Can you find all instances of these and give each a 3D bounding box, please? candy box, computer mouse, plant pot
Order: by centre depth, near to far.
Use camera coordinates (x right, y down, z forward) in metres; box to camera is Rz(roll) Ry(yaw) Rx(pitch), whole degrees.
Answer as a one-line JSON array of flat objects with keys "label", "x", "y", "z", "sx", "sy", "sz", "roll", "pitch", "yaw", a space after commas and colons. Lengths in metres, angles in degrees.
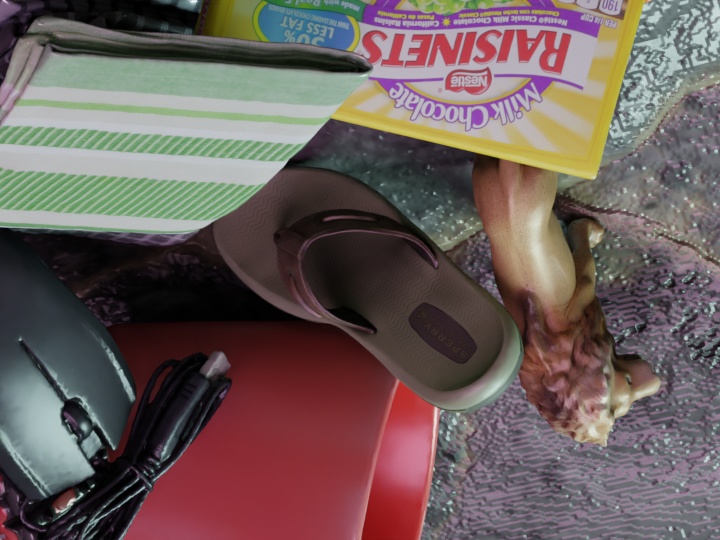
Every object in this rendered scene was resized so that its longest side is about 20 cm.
[{"label": "candy box", "x": 0.028, "y": -0.113, "z": 1.261, "sx": 0.199, "sy": 0.026, "sz": 0.103, "roll": 12, "pitch": 102, "yaw": -16}, {"label": "computer mouse", "x": -0.154, "y": 0.047, "z": 1.336, "sx": 0.200, "sy": 0.139, "sz": 0.053, "roll": 46, "pitch": 161, "yaw": -27}, {"label": "plant pot", "x": -0.064, "y": 0.114, "z": 1.486, "sx": 0.177, "sy": 0.201, "sz": 0.201, "roll": 10, "pitch": 129, "yaw": 11}]

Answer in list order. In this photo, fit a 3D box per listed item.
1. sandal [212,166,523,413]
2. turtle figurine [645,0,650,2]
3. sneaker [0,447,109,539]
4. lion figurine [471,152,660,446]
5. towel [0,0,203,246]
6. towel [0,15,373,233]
[{"label": "sandal", "x": 0.001, "y": 0.000, "z": 1.404, "sx": 0.080, "sy": 0.201, "sz": 0.057, "roll": -57, "pitch": 145, "yaw": -2}, {"label": "turtle figurine", "x": 0.108, "y": -0.182, "z": 1.307, "sx": 0.200, "sy": 0.065, "sz": 0.161, "roll": -32, "pitch": 118, "yaw": 27}, {"label": "sneaker", "x": -0.190, "y": 0.070, "z": 1.405, "sx": 0.098, "sy": 0.071, "sz": 0.201, "roll": 0, "pitch": 119, "yaw": 53}, {"label": "lion figurine", "x": 0.089, "y": -0.013, "z": 1.404, "sx": 0.072, "sy": 0.123, "sz": 0.200, "roll": -17, "pitch": 123, "yaw": 18}, {"label": "towel", "x": -0.128, "y": -0.076, "z": 1.335, "sx": 0.165, "sy": 0.086, "sz": 0.200, "roll": 7, "pitch": 157, "yaw": -29}, {"label": "towel", "x": -0.102, "y": -0.060, "z": 1.227, "sx": 0.152, "sy": 0.023, "sz": 0.200, "roll": 4, "pitch": 159, "yaw": -22}]
